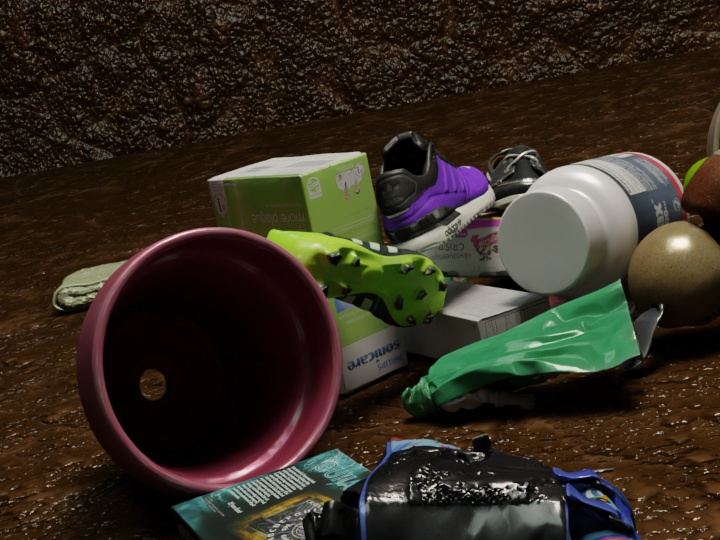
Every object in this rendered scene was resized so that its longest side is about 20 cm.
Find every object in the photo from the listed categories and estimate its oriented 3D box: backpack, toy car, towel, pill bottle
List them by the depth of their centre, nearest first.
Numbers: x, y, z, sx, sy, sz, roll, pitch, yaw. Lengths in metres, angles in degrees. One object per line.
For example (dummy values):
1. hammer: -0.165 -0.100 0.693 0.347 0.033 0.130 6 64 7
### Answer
1. backpack: 0.051 0.159 0.592 0.132 0.186 0.200 -3 1 3
2. toy car: 0.287 0.013 1.177 0.199 0.158 0.164 -41 7 1
3. pill bottle: 0.209 -0.038 1.276 0.118 0.122 0.199 -3 8 35
4. towel: -0.314 0.009 1.911 0.197 0.037 0.148 -13 12 -3

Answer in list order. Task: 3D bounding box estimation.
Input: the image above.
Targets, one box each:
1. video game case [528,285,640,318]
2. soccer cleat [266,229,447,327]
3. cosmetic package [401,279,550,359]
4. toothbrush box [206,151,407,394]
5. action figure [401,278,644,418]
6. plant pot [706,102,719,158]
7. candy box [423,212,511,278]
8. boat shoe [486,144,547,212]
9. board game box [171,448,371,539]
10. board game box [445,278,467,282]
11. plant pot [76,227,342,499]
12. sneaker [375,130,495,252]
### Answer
1. video game case: 0.256 0.017 1.362 0.198 0.018 0.143 -18 13 -24
2. soccer cleat: 0.000 0.000 1.192 0.081 0.068 0.199 30 8 40
3. cosmetic package: 0.087 0.048 1.311 0.082 0.051 0.199 -15 12 -28
4. toothbrush box: -0.049 0.001 1.302 0.085 0.203 0.145 -23 17 -38
5. action figure: 0.125 0.076 1.129 0.197 0.055 0.118 -19 21 13
6. plant pot: 0.433 -0.111 1.417 0.197 0.203 0.174 -12 -4 1
7. candy box: 0.161 -0.029 1.445 0.135 0.062 0.199 1 5 34
8. boat shoe: 0.157 -0.091 1.418 0.071 0.069 0.200 -2 6 2
9. board game box: -0.036 0.173 0.931 0.134 0.029 0.200 -17 13 -19
10. board game box: 0.001 0.025 1.550 0.198 0.030 0.134 0 17 45
11. plant pot: -0.137 0.079 1.111 0.198 0.203 0.179 -18 -1 -27
12. sneaker: 0.065 -0.085 1.305 0.069 0.101 0.200 -21 9 24
